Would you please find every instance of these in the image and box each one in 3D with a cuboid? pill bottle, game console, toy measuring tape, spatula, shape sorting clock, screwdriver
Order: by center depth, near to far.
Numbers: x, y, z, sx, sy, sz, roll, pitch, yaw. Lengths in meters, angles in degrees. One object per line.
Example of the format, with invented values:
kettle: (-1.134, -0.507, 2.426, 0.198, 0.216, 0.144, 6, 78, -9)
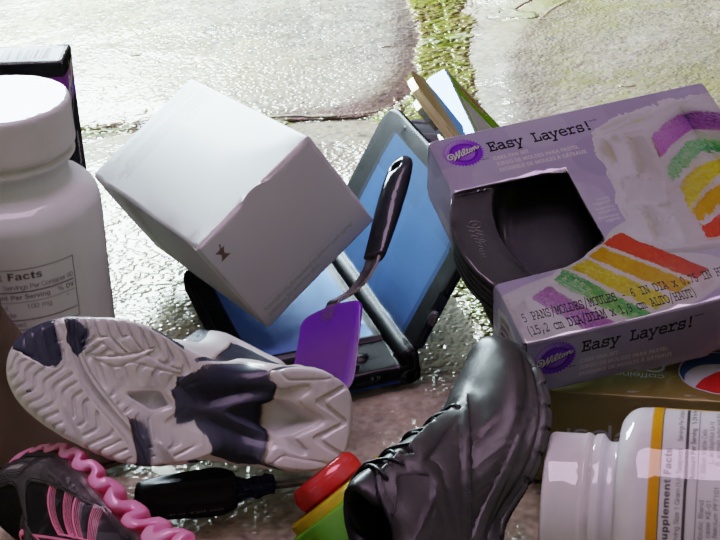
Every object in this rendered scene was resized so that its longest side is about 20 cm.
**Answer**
pill bottle: (0.195, 0.129, 0.943, 0.199, 0.110, 0.109, 3, 27, 12)
toy measuring tape: (0.021, 0.118, 1.016, 0.073, 0.074, 0.200, 17, 36, 34)
screwdriver: (-0.034, 0.121, 1.072, 0.199, 0.029, 0.028, -10, 28, -11)
spatula: (0.000, 0.000, 1.156, 0.056, 0.021, 0.201, -19, 36, 40)
pill bottle: (-0.219, -0.016, 1.167, 0.114, 0.201, 0.115, -2, 27, 1)
game console: (-0.023, -0.014, 1.234, 0.170, 0.119, 0.200, -10, 27, -15)
shape sorting clock: (0.098, -0.060, 1.270, 0.039, 0.200, 0.200, -40, 24, 14)

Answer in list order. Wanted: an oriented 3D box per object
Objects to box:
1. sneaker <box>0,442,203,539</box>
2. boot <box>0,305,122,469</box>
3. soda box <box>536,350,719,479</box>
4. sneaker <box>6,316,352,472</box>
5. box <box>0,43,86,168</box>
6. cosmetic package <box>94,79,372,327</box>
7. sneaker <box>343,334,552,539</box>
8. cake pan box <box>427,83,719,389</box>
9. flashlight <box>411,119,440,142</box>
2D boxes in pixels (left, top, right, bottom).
sneaker: (-0.151, 0.161, 0.968, 0.095, 0.079, 0.199, -36, 39, -29)
boot: (-0.221, 0.052, 1.085, 0.199, 0.147, 0.070, -5, 41, 5)
soda box: (0.177, 0.086, 1.078, 0.199, 0.064, 0.068, 3, 27, 12)
sneaker: (-0.113, 0.071, 1.064, 0.198, 0.080, 0.130, 5, -4, -18)
box: (-0.258, -0.055, 1.251, 0.142, 0.201, 0.036, -2, 31, 4)
cosmetic package: (-0.092, -0.052, 1.256, 0.108, 0.085, 0.200, -44, 32, -8)
sneaker: (0.040, 0.110, 0.942, 0.090, 0.076, 0.201, 26, 52, -10)
cake pan box: (0.152, -0.023, 1.101, 0.199, 0.053, 0.185, -12, 44, -9)
flashlight: (0.131, -0.086, 1.419, 0.199, 0.068, 0.068, 7, 31, 17)
